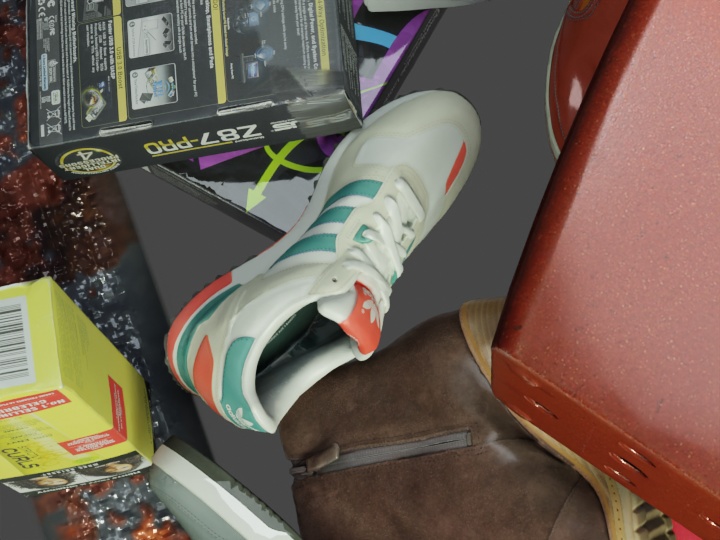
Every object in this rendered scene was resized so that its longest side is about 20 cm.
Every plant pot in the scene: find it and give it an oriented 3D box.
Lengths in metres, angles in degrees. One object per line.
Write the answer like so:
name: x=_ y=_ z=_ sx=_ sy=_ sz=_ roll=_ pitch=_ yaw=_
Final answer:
plant pot: x=0.155 y=0.008 z=0.686 sx=0.200 sy=0.200 sz=0.176 roll=35 pitch=82 yaw=10

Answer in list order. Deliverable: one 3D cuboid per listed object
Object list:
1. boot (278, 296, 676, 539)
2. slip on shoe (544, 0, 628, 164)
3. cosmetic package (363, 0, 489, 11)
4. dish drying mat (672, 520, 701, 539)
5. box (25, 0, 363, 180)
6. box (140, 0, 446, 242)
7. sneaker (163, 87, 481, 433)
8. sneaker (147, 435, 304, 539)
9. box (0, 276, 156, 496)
boot: x=0.055 y=0.118 z=0.798 sx=0.166 sy=0.072 sz=0.200 roll=-21 pitch=72 yaw=21
slip on shoe: x=0.140 y=-0.133 z=0.863 sx=0.074 sy=0.061 sz=0.200 roll=15 pitch=79 yaw=6
cosmetic package: x=0.027 y=-0.242 z=0.849 sx=0.074 sy=0.102 sz=0.200 roll=-5 pitch=65 yaw=-6
dish drying mat: x=0.162 y=0.138 z=0.815 sx=0.200 sy=0.018 sz=0.077 roll=12 pitch=76 yaw=7
box: x=-0.088 y=-0.156 z=0.853 sx=0.161 sy=0.049 sz=0.200 roll=-10 pitch=69 yaw=11
box: x=-0.044 y=-0.128 z=0.888 sx=0.143 sy=0.036 sz=0.200 roll=28 pitch=78 yaw=10
sneaker: x=-0.001 y=0.000 z=0.812 sx=0.200 sy=0.070 sz=0.093 roll=-44 pitch=36 yaw=-7
sneaker: x=-0.054 y=0.182 z=0.776 sx=0.121 sy=0.084 sz=0.200 roll=-43 pitch=94 yaw=-10
box: x=-0.146 y=0.057 z=0.763 sx=0.075 sy=0.200 sz=0.050 roll=-11 pitch=73 yaw=0
